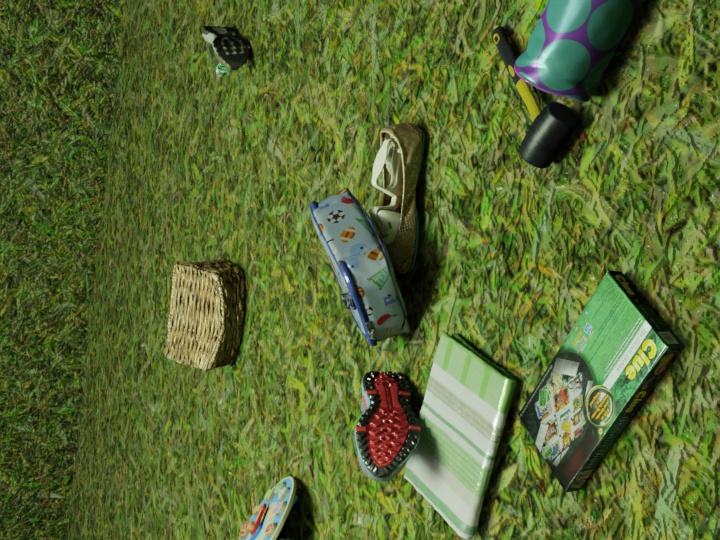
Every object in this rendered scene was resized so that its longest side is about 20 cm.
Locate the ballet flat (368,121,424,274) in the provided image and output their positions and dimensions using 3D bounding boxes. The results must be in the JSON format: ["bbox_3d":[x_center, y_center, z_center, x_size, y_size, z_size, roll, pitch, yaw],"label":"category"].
[{"bbox_3d":[0.042,-0.096,1.203,0.070,0.065,0.201,0,88,60],"label":"ballet flat"}]

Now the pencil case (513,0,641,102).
[{"bbox_3d":[0.219,-0.265,0.869,0.092,0.085,0.201,44,126,35],"label":"pencil case"}]

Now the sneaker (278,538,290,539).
[{"bbox_3d":[-0.158,0.489,1.505,0.105,0.075,0.201,60,138,47],"label":"sneaker"}]

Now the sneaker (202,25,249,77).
[{"bbox_3d":[-0.270,-0.429,1.838,0.200,0.076,0.089,-121,30,-54],"label":"sneaker"}]

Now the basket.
[{"bbox_3d":[-0.279,0.086,1.791,0.142,0.149,0.201,11,98,28],"label":"basket"}]

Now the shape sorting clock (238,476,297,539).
[{"bbox_3d":[-0.164,0.422,1.470,0.201,0.039,0.200,-57,6,10],"label":"shape sorting clock"}]

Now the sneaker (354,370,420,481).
[{"bbox_3d":[0.034,0.212,1.150,0.200,0.079,0.096,-80,-7,-65],"label":"sneaker"}]

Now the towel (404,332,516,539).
[{"bbox_3d":[0.119,0.191,1.075,0.149,0.031,0.201,36,116,56],"label":"towel"}]

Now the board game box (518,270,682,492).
[{"bbox_3d":[0.225,0.110,0.882,0.201,0.023,0.105,-66,32,34],"label":"board game box"}]

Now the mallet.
[{"bbox_3d":[0.183,-0.205,0.987,0.066,0.041,0.201,127,141,-48],"label":"mallet"}]

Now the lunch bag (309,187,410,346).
[{"bbox_3d":[0.000,0.000,1.212,0.161,0.075,0.201,72,176,-47],"label":"lunch bag"}]
